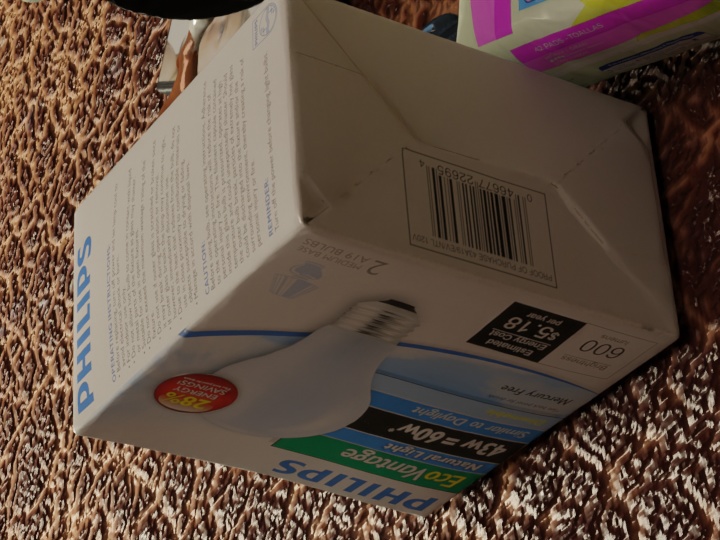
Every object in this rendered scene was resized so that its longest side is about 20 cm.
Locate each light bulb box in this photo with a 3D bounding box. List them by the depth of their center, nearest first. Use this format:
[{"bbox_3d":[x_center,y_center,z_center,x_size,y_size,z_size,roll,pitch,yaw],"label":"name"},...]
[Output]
[{"bbox_3d":[0.000,0.000,1.028,0.200,0.197,0.125,-42,42,45],"label":"light bulb box"}]

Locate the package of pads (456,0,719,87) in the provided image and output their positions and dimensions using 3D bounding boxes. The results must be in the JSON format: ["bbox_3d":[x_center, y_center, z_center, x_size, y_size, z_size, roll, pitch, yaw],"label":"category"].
[{"bbox_3d":[0.119,-0.189,1.017,0.154,0.068,0.201,-18,61,45],"label":"package of pads"}]

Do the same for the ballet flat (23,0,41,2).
[{"bbox_3d":[-0.247,-0.280,1.697,0.064,0.067,0.201,-55,35,43],"label":"ballet flat"}]

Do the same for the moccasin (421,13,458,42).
[{"bbox_3d":[0.003,-0.046,1.165,0.200,0.080,0.068,-42,57,21],"label":"moccasin"}]

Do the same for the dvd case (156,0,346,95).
[{"bbox_3d":[-0.059,-0.177,1.382,0.200,0.017,0.144,4,81,59],"label":"dvd case"}]

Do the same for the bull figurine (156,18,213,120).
[{"bbox_3d":[-0.062,-0.060,1.274,0.200,0.065,0.122,44,120,51],"label":"bull figurine"}]

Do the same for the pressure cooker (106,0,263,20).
[{"bbox_3d":[-0.095,-0.262,1.285,0.178,0.175,0.201,-39,39,30],"label":"pressure cooker"}]
